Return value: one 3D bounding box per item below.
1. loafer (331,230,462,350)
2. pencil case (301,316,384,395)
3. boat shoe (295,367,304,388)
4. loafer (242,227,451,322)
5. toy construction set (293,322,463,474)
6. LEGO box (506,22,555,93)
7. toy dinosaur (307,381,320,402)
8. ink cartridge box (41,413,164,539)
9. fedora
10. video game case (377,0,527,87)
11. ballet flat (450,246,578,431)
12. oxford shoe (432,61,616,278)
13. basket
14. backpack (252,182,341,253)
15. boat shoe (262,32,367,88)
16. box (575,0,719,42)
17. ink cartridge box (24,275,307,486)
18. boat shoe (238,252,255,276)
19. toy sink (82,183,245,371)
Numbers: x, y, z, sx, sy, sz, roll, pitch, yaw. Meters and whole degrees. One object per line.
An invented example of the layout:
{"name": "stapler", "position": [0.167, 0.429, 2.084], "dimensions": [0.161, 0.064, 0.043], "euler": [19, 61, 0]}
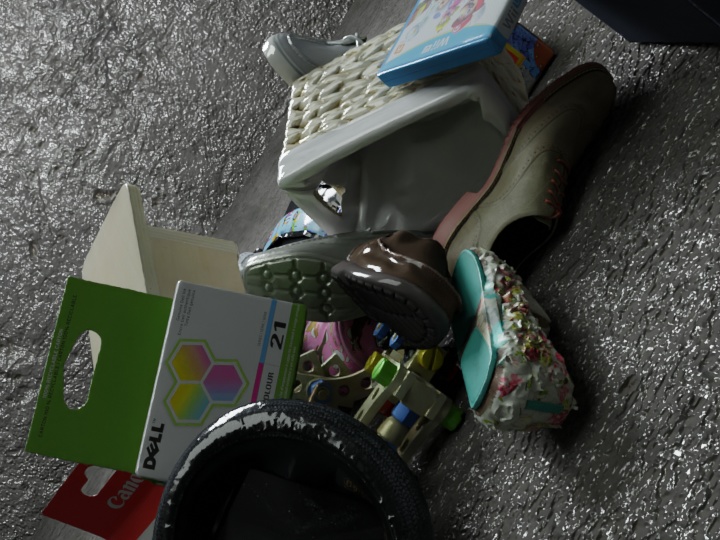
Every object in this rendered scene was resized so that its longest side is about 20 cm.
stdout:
{"name": "loafer", "position": [0.029, -0.001, 0.767], "dimensions": [0.071, 0.073, 0.200], "euler": [-46, 16, -5]}
{"name": "pencil case", "position": [-0.023, 0.072, 1.011], "dimensions": [0.087, 0.082, 0.200], "euler": [-61, 13, -25]}
{"name": "boat shoe", "position": [-0.074, 0.113, 0.964], "dimensions": [0.063, 0.072, 0.204], "euler": [123, 141, -51]}
{"name": "loafer", "position": [0.000, 0.000, 0.903], "dimensions": [0.070, 0.196, 0.071], "euler": [-85, -5, -59]}
{"name": "toy construction set", "position": [0.012, 0.102, 0.827], "dimensions": [0.132, 0.091, 0.200], "euler": [-58, 25, -2]}
{"name": "LEGO box", "position": [0.108, -0.194, 1.131], "dimensions": [0.150, 0.077, 0.200], "euler": [-56, 14, 7]}
{"name": "toy dinosaur", "position": [-0.056, 0.195, 0.786], "dimensions": [0.107, 0.059, 0.203], "euler": [-117, 31, -46]}
{"name": "ink cartridge box", "position": [-0.154, 0.217, 0.903], "dimensions": [0.161, 0.198, 0.051], "euler": [-49, 27, 32]}
{"name": "fedora", "position": [-0.035, 0.182, 0.690], "dimensions": [0.203, 0.199, 0.091], "euler": [-58, -29, -1]}
{"name": "video game case", "position": [0.098, -0.235, 0.810], "dimensions": [0.142, 0.018, 0.202], "euler": [-3, 55, 58]}
{"name": "ballet flat", "position": [0.095, 0.047, 0.689], "dimensions": [0.201, 0.063, 0.077], "euler": [-89, 16, -65]}
{"name": "oxford shoe", "position": [0.139, -0.064, 0.812], "dimensions": [0.201, 0.070, 0.075], "euler": [-55, 41, 7]}
{"name": "basket", "position": [0.042, -0.121, 0.907], "dimensions": [0.197, 0.135, 0.125], "euler": [-22, 49, 25]}
{"name": "backpack", "position": [-0.011, -0.046, 1.107], "dimensions": [0.185, 0.133, 0.200], "euler": [-60, 13, -13]}
{"name": "boat shoe", "position": [-0.005, -0.188, 1.005], "dimensions": [0.068, 0.198, 0.073], "euler": [-43, 50, 26]}
{"name": "box", "position": [0.238, -0.275, 0.751], "dimensions": [0.200, 0.122, 0.200], "euler": [-55, 12, 6]}
{"name": "ink cartridge box", "position": [-0.149, 0.086, 0.810], "dimensions": [0.076, 0.196, 0.151], "euler": [108, 173, -77]}
{"name": "boat shoe", "position": [-0.108, 0.075, 1.111], "dimensions": [0.066, 0.204, 0.073], "euler": [5, 22, 40]}
{"name": "toy sink", "position": [-0.177, 0.041, 0.990], "dimensions": [0.131, 0.110, 0.202], "euler": [-52, 42, 35]}
